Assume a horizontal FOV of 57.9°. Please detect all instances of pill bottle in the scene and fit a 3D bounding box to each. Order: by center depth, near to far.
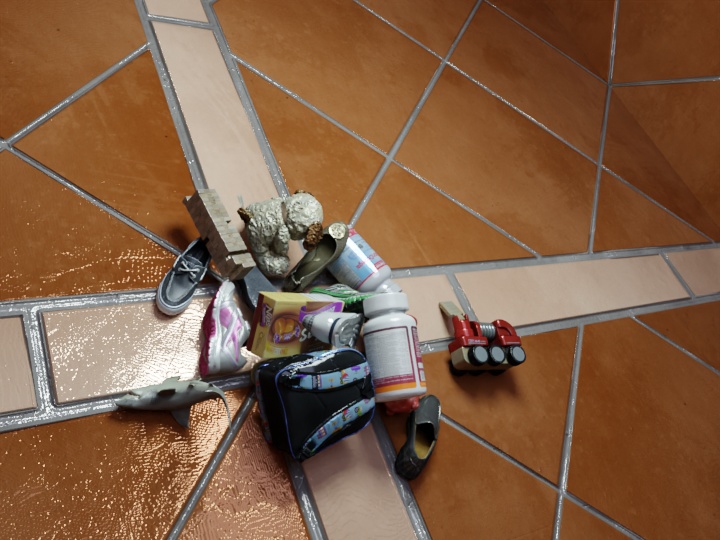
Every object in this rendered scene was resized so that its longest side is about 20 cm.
[{"bbox_3d":[0.063,0.152,1.283,0.109,0.109,0.202,0,74,-31],"label":"pill bottle"},{"bbox_3d":[0.000,0.000,1.500,0.200,0.109,0.109,47,45,10],"label":"pill bottle"}]

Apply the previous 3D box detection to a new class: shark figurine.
[{"bbox_3d":[-0.298,0.235,1.135,0.128,0.213,0.090,-19,105,-70],"label":"shark figurine"}]

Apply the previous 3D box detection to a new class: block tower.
[{"bbox_3d":[-0.292,-0.079,1.343,0.054,0.058,0.201,-14,69,-55],"label":"block tower"}]

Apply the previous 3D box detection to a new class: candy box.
[{"bbox_3d":[-0.126,0.107,1.289,0.056,0.118,0.199,21,9,39],"label":"candy box"}]

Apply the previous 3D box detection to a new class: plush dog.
[{"bbox_3d":[-0.165,-0.111,1.419,0.170,0.161,0.201,-16,56,2],"label":"plush dog"}]

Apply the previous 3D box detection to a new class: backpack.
[{"bbox_3d":[-0.077,0.233,1.210,0.199,0.134,0.184,-17,98,-33],"label":"backpack"}]

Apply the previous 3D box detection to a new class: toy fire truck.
[{"bbox_3d":[0.276,0.147,1.559,0.175,0.129,0.201,4,63,-29],"label":"toy fire truck"}]

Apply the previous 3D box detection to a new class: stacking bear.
[{"bbox_3d":[0.075,0.203,1.383,0.121,0.114,0.201,-14,68,11],"label":"stacking bear"}]

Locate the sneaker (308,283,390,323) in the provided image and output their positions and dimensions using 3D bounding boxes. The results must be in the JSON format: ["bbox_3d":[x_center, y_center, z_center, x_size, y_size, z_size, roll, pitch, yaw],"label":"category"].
[{"bbox_3d":[-0.023,0.060,1.421,0.198,0.078,0.086,0,46,3],"label":"sneaker"}]

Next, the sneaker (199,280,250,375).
[{"bbox_3d":[-0.259,0.116,1.276,0.088,0.081,0.201,14,57,-23],"label":"sneaker"}]

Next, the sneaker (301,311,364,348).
[{"bbox_3d":[-0.048,0.111,1.289,0.080,0.200,0.077,13,84,16],"label":"sneaker"}]

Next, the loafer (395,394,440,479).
[{"bbox_3d":[0.134,0.331,1.337,0.072,0.072,0.201,29,44,-6],"label":"loafer"}]

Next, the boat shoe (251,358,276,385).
[{"bbox_3d":[-0.125,0.205,1.299,0.199,0.063,0.074,-1,92,-26],"label":"boat shoe"}]

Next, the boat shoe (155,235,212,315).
[{"bbox_3d":[-0.347,0.001,1.316,0.071,0.068,0.201,30,45,-6],"label":"boat shoe"}]

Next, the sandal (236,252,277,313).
[{"bbox_3d":[-0.229,0.037,1.386,0.076,0.043,0.201,-3,47,-42],"label":"sandal"}]

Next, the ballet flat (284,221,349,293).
[{"bbox_3d":[-0.097,-0.030,1.432,0.067,0.046,0.200,41,83,13],"label":"ballet flat"}]
